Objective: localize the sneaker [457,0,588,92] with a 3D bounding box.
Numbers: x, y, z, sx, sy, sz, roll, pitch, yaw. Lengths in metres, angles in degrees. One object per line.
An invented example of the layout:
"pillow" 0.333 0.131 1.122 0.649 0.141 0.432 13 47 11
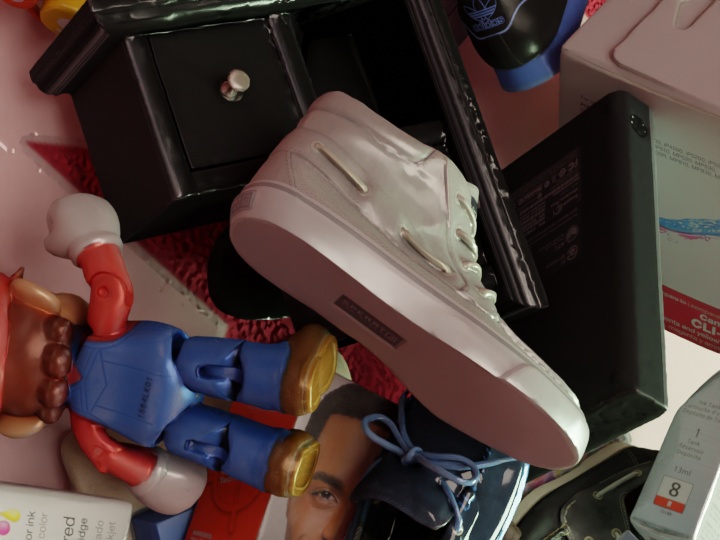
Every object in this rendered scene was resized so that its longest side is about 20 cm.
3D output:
"sneaker" 0.105 -0.200 0.932 0.078 0.070 0.200 54 35 -33

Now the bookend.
"bookend" -0.036 -0.043 0.766 0.200 0.092 0.199 -14 82 -33

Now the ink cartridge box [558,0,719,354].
"ink cartridge box" 0.218 -0.079 0.939 0.145 0.144 0.200 -46 148 -29

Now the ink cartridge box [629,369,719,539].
"ink cartridge box" 0.246 0.104 0.952 0.162 0.050 0.200 47 60 -49

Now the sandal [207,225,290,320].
"sandal" 0.000 0.000 0.862 0.200 0.045 0.075 -7 105 -46

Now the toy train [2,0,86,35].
"toy train" -0.123 -0.194 0.804 0.200 0.056 0.151 -20 84 -32

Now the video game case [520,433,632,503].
"video game case" 0.099 0.138 0.939 0.200 0.018 0.143 -54 133 -27

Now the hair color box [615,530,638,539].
"hair color box" 0.106 0.241 0.851 0.099 0.200 0.061 -30 65 -35

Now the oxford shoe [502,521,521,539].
"oxford shoe" 0.035 0.212 0.806 0.073 0.071 0.200 30 71 -21

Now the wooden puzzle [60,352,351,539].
"wooden puzzle" -0.055 0.158 0.825 0.185 0.046 0.201 -19 97 -37

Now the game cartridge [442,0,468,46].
"game cartridge" -0.012 -0.147 0.894 0.130 0.038 0.200 50 60 -19

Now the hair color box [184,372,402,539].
"hair color box" -0.037 0.155 0.774 0.101 0.061 0.201 28 72 -36

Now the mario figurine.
"mario figurine" -0.110 0.041 0.731 0.199 0.106 0.124 15 68 10

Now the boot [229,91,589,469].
"boot" 0.041 0.000 0.699 0.200 0.074 0.096 39 60 -12

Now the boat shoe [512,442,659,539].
"boat shoe" 0.141 0.167 0.929 0.200 0.067 0.072 -28 120 -41

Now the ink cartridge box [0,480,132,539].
"ink cartridge box" -0.218 0.161 0.676 0.200 0.084 0.145 15 77 -35

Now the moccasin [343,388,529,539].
"moccasin" 0.032 0.120 0.737 0.068 0.080 0.201 32 69 -49

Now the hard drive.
"hard drive" 0.104 0.013 0.824 0.033 0.139 0.200 29 47 -27
